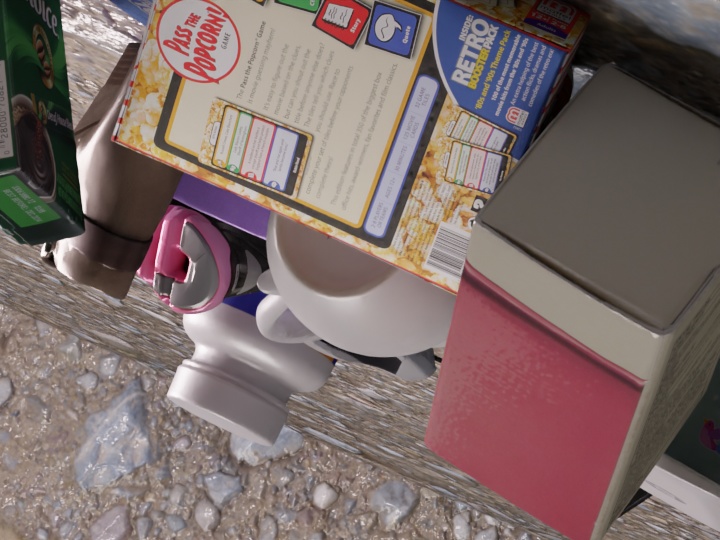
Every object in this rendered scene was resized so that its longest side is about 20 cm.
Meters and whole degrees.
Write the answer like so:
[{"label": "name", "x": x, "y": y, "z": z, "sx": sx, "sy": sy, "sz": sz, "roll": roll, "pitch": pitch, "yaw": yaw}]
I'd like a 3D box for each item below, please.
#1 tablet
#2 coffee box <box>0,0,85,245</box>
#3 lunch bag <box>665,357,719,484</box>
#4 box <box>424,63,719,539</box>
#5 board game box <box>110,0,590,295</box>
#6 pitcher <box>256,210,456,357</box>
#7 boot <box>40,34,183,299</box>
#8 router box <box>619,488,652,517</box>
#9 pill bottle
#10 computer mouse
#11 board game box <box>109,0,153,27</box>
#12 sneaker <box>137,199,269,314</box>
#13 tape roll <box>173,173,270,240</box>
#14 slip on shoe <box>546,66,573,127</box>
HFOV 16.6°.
[{"label": "tablet", "x": 0.157, "y": 0.109, "z": 1.393, "sx": 0.130, "sy": 0.014, "sz": 0.200, "roll": 30, "pitch": 176, "yaw": 16}, {"label": "coffee box", "x": -0.197, "y": -0.127, "z": 1.363, "sx": 0.044, "sy": 0.201, "sz": 0.123, "roll": -11, "pitch": 162, "yaw": 8}, {"label": "lunch bag", "x": 0.187, "y": 0.048, "z": 1.494, "sx": 0.170, "sy": 0.122, "sz": 0.200, "roll": 33, "pitch": -174, "yaw": -40}, {"label": "box", "x": 0.118, "y": 0.020, "z": 1.218, "sx": 0.109, "sy": 0.128, "sz": 0.200, "roll": 31, "pitch": 146, "yaw": 15}, {"label": "board game box", "x": -0.008, "y": -0.093, "z": 1.200, "sx": 0.199, "sy": 0.152, "sz": 0.046, "roll": 25, "pitch": -147, "yaw": 5}, {"label": "pitcher", "x": 0.000, "y": 0.000, "z": 1.398, "sx": 0.171, "sy": 0.122, "sz": 0.200, "roll": -20, "pitch": 165, "yaw": 14}, {"label": "boot", "x": -0.122, "y": -0.056, "z": 1.399, "sx": 0.070, "sy": 0.147, "sz": 0.200, "roll": 21, "pitch": 176, "yaw": -21}, {"label": "router box", "x": 0.148, "y": 0.087, "z": 1.622, "sx": 0.150, "sy": 0.062, "sz": 0.200, "roll": 56, "pitch": -163, "yaw": 9}, {"label": "pill bottle", "x": -0.054, "y": 0.015, "z": 1.706, "sx": 0.112, "sy": 0.201, "sz": 0.112, "roll": 24, "pitch": 170, "yaw": 4}, {"label": "computer mouse", "x": 0.024, "y": 0.035, "z": 1.599, "sx": 0.200, "sy": 0.044, "sz": 0.110, "roll": 21, "pitch": -143, "yaw": -44}, {"label": "board game box", "x": -0.035, "y": -0.128, "z": 1.371, "sx": 0.199, "sy": 0.044, "sz": 0.200, "roll": 17, "pitch": 168, "yaw": 46}, {"label": "sneaker", "x": -0.122, "y": -0.032, "z": 1.631, "sx": 0.095, "sy": 0.079, "sz": 0.200, "roll": -9, "pitch": -148, "yaw": -39}, {"label": "tape roll", "x": -0.058, "y": -0.064, "z": 1.558, "sx": 0.199, "sy": 0.066, "sz": 0.200, "roll": 24, "pitch": -175, "yaw": -2}, {"label": "slip on shoe", "x": 0.011, "y": -0.077, "z": 1.264, "sx": 0.199, "sy": 0.061, "sz": 0.074, "roll": -4, "pitch": 153, "yaw": 19}]
